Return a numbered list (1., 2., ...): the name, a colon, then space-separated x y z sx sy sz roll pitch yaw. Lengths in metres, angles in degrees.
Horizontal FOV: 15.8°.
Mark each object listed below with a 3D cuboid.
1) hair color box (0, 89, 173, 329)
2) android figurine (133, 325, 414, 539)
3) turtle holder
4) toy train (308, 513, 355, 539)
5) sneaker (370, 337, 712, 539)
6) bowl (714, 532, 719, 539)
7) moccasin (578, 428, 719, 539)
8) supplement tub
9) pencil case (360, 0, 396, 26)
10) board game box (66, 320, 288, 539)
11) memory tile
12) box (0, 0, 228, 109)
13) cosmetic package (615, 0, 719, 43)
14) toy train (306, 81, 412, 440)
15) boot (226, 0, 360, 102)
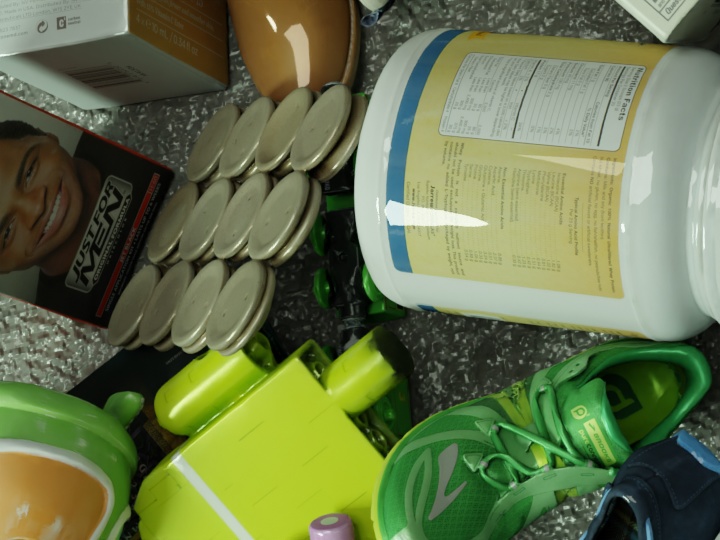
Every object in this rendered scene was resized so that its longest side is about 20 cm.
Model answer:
1. hair color box: -0.185 -0.038 1.383 0.061 0.200 0.102 22 90 26
2. android figurine: -0.033 0.120 1.334 0.200 0.041 0.182 -41 93 24
3. turtle holder: -0.204 0.125 1.350 0.185 0.141 0.132 -10 61 34
4. toy train: -0.016 0.212 1.310 0.200 0.056 0.150 -32 100 21
5. sneaker: 0.087 0.082 1.252 0.200 0.084 0.074 -32 90 -26
6. bowl: 0.239 0.176 1.194 0.199 0.075 0.200 32 93 -5
7. moccasin: 0.114 0.160 1.238 0.080 0.068 0.201 36 131 34
8. supplement tub: 0.112 -0.042 1.282 0.199 0.145 0.145 7 83 24
9. pencil case: 0.069 -0.207 1.366 0.199 0.078 0.090 -27 34 17
10. board game box: -0.114 0.113 1.418 0.200 0.028 0.136 -37 68 13
11. memory tile: -0.067 -0.025 1.354 0.154 0.017 0.200 -65 22 -11
12. box: -0.143 -0.205 1.438 0.097 0.124 0.201 -7 78 22
13. cosmetic package: 0.116 -0.212 1.260 0.200 0.087 0.103 44 108 11
14. toy train: 0.000 0.000 1.372 0.042 0.056 0.201 -9 79 24
15. boot: -0.072 -0.182 1.384 0.073 0.155 0.201 -21 73 19
